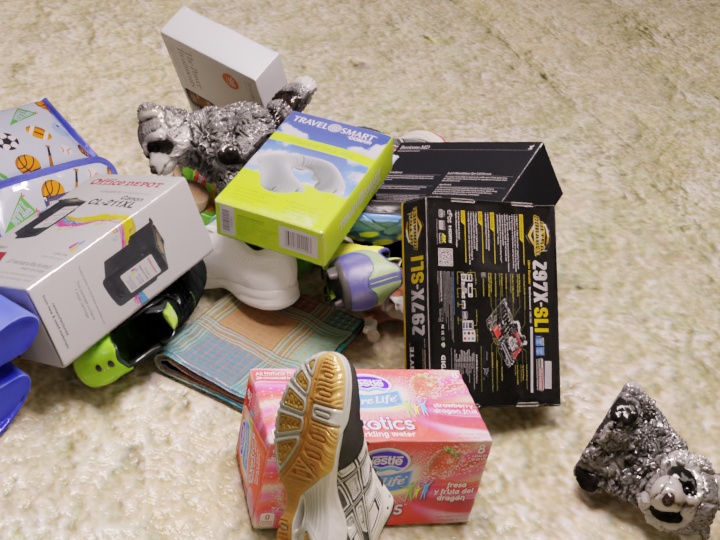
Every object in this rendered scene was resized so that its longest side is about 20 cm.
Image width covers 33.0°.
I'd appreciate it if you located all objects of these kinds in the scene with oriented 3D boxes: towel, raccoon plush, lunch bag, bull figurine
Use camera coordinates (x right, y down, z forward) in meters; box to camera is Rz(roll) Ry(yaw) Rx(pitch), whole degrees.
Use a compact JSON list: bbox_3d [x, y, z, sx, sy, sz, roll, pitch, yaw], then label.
[{"bbox_3d":[-0.096,0.070,1.209,0.145,0.022,0.200,24,33,15],"label":"towel"},{"bbox_3d":[0.289,0.167,1.130,0.133,0.098,0.200,32,34,13],"label":"raccoon plush"},{"bbox_3d":[-0.344,-0.070,1.248,0.169,0.124,0.200,-22,62,-44],"label":"lunch bag"},{"bbox_3d":[0.096,0.048,1.268,0.197,0.066,0.122,12,23,8],"label":"bull figurine"},{"bbox_3d":[-0.156,-0.165,1.335,0.133,0.097,0.200,33,49,8],"label":"raccoon plush"}]

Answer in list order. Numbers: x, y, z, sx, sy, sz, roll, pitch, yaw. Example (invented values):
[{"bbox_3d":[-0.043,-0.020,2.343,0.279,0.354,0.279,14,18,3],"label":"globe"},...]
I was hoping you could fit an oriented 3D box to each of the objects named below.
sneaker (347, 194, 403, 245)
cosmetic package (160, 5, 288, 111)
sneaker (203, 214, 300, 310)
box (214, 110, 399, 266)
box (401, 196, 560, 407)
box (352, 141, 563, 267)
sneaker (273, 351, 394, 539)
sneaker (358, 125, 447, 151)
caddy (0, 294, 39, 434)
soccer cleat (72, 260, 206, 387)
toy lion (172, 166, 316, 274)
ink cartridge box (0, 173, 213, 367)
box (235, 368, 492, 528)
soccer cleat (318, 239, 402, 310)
[{"bbox_3d":[-0.019,-0.083,1.302,0.198,0.083,0.071,21,-11,39],"label":"sneaker"},{"bbox_3d":[-0.148,-0.209,1.465,0.150,0.201,0.052,27,67,24],"label":"cosmetic package"},{"bbox_3d":[-0.149,-0.026,1.257,0.198,0.090,0.075,12,29,24],"label":"sneaker"},{"bbox_3d":[-0.049,-0.093,1.234,0.120,0.048,0.201,16,43,17],"label":"box"},{"bbox_3d":[0.118,0.033,1.180,0.158,0.203,0.049,1,-5,-32],"label":"box"},{"bbox_3d":[0.100,-0.071,1.338,0.198,0.079,0.142,5,48,41],"label":"box"},{"bbox_3d":[-0.016,0.161,0.950,0.087,0.203,0.075,-2,11,-37],"label":"sneaker"},{"bbox_3d":[0.034,-0.127,1.501,0.198,0.082,0.074,9,28,41],"label":"sneaker"},{"bbox_3d":[-0.351,0.086,0.977,0.104,0.143,0.200,26,33,11],"label":"caddy"},{"bbox_3d":[-0.192,0.042,1.148,0.080,0.068,0.200,-16,23,37],"label":"soccer cleat"},{"bbox_3d":[-0.127,-0.069,1.386,0.189,0.069,0.201,15,31,-10],"label":"toy lion"},{"bbox_3d":[-0.258,-0.008,1.126,0.144,0.084,0.200,5,35,41],"label":"ink cartridge box"},{"bbox_3d":[0.000,0.151,1.048,0.197,0.096,0.103,2,32,-17],"label":"box"},{"bbox_3d":[0.000,0.001,1.250,0.083,0.066,0.200,-13,11,-5],"label":"soccer cleat"}]
